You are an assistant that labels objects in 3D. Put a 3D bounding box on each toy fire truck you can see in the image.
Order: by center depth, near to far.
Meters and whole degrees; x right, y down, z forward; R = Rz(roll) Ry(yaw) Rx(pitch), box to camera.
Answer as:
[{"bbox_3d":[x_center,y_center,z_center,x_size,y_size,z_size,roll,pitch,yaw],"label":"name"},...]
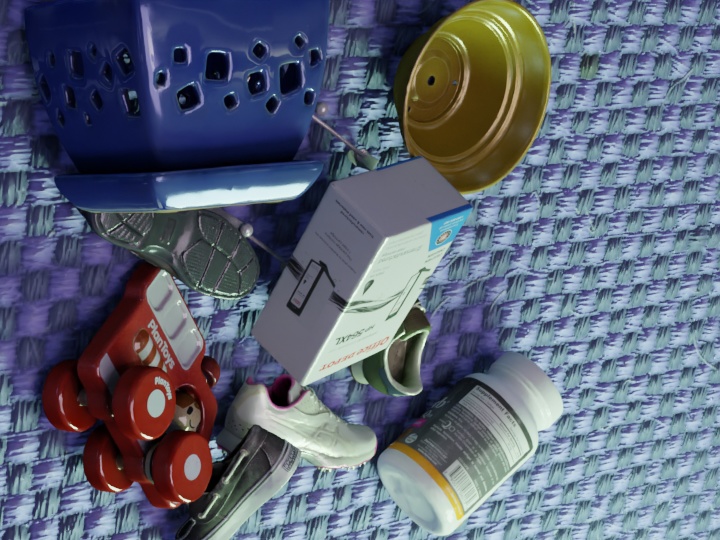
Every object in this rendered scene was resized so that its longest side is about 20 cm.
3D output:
[{"bbox_3d":[-0.191,0.115,1.680,0.168,0.111,0.201,-57,135,-37],"label":"toy fire truck"}]

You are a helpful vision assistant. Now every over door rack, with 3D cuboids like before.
[{"bbox_3d":[-0.072,-0.091,1.715,0.200,0.066,0.148,38,82,-44],"label":"over door rack"}]

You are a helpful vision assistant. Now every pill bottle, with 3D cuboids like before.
[{"bbox_3d":[0.123,0.187,1.970,0.200,0.116,0.117,-40,130,-22],"label":"pill bottle"}]

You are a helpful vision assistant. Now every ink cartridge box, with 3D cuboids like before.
[{"bbox_3d":[0.000,0.000,1.733,0.146,0.084,0.201,-22,148,-49],"label":"ink cartridge box"}]

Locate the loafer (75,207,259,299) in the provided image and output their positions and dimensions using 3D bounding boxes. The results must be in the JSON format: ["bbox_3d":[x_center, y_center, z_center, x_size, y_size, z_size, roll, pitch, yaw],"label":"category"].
[{"bbox_3d":[-0.177,-0.034,1.641,0.199,0.063,0.072,28,87,-41],"label":"loafer"}]

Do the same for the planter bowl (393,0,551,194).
[{"bbox_3d":[0.094,-0.184,1.810,0.199,0.083,0.202,-17,118,-36],"label":"planter bowl"}]

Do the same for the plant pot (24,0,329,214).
[{"bbox_3d":[-0.150,-0.142,1.505,0.199,0.199,0.181,-8,95,-38],"label":"plant pot"}]

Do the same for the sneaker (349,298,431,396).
[{"bbox_3d":[0.042,0.037,1.852,0.067,0.090,0.202,-10,114,-37],"label":"sneaker"}]

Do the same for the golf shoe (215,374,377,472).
[{"bbox_3d":[-0.054,0.155,1.832,0.199,0.075,0.092,6,100,-44],"label":"golf shoe"}]

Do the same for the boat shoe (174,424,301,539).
[{"bbox_3d":[-0.136,0.216,1.753,0.063,0.071,0.200,35,125,-12],"label":"boat shoe"}]
